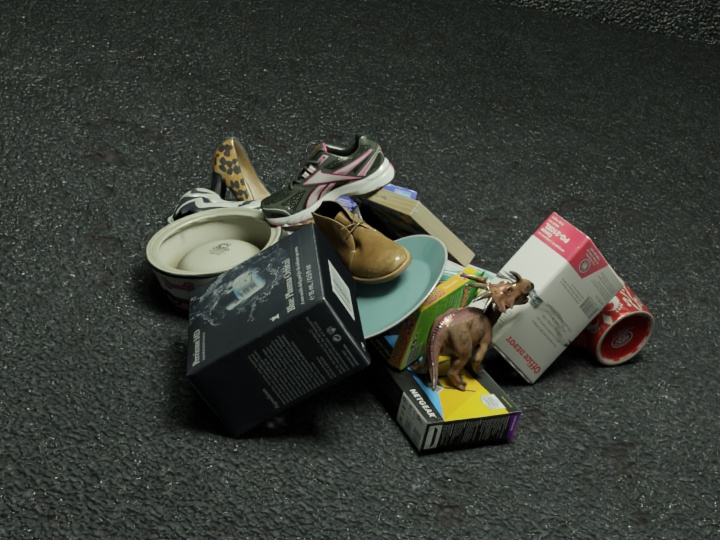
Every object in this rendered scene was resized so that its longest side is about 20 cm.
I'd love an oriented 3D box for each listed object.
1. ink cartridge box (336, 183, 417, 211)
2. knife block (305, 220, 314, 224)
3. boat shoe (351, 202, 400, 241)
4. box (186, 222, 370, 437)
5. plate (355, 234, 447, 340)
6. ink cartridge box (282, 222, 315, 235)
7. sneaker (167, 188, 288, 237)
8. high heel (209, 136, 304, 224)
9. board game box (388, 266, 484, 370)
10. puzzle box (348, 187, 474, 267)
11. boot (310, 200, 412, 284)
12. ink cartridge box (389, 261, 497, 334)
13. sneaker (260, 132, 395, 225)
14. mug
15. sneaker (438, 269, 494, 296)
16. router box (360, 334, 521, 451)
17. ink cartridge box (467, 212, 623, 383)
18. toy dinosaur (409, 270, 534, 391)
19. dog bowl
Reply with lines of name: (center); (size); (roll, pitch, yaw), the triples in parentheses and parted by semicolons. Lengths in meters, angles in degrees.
ink cartridge box: (0.020, -0.103, 1.864); (0.135, 0.077, 0.200); (16, -5, 4)
knife block: (-0.077, 0.005, 1.725); (0.175, 0.064, 0.200); (-13, 42, -43)
boat shoe: (0.043, -0.020, 1.626); (0.072, 0.063, 0.200); (-11, 46, -42)
box: (-0.108, 0.071, 1.445); (0.199, 0.118, 0.197); (-30, 29, 10)
plate: (0.033, 0.029, 1.507); (0.199, 0.026, 0.201); (-27, 28, 16)
ink cartridge box: (0.000, 0.000, 1.671); (0.175, 0.045, 0.200); (-11, 46, -42)
sneaker: (-0.210, -0.065, 1.781); (0.198, 0.080, 0.130); (20, 30, 11)
high heel: (-0.151, -0.129, 1.853); (0.198, 0.143, 0.072); (17, 28, 5)
board game box: (0.109, 0.061, 1.576); (0.030, 0.096, 0.200); (30, 29, 23)
puzzle box: (0.066, -0.072, 1.665); (0.133, 0.026, 0.200); (40, -8, -32)
boot: (-0.007, -0.040, 1.550); (0.074, 0.076, 0.200); (-40, 34, -16)
ink cartridge box: (0.120, 0.058, 1.770); (0.159, 0.047, 0.200); (21, 46, 11)
sneaker: (-0.057, -0.139, 1.645); (0.199, 0.087, 0.080); (-25, 26, 0)
mug: (0.346, 0.061, 1.804); (0.133, 0.177, 0.200); (38, 11, -45)
sneaker: (0.195, 0.028, 1.731); (0.198, 0.078, 0.080); (8, 34, -3)
router box: (0.101, 0.158, 1.551); (0.148, 0.051, 0.200); (-3, 31, -29)
ink cartridge box: (0.261, 0.042, 1.639); (0.084, 0.200, 0.145); (43, 1, 45)
toy dinosaur: (0.134, 0.073, 1.507); (0.086, 0.136, 0.200); (32, 40, 25)
dog bowl: (-0.205, -0.014, 1.646); (0.198, 0.074, 0.201); (-7, 29, 4)
